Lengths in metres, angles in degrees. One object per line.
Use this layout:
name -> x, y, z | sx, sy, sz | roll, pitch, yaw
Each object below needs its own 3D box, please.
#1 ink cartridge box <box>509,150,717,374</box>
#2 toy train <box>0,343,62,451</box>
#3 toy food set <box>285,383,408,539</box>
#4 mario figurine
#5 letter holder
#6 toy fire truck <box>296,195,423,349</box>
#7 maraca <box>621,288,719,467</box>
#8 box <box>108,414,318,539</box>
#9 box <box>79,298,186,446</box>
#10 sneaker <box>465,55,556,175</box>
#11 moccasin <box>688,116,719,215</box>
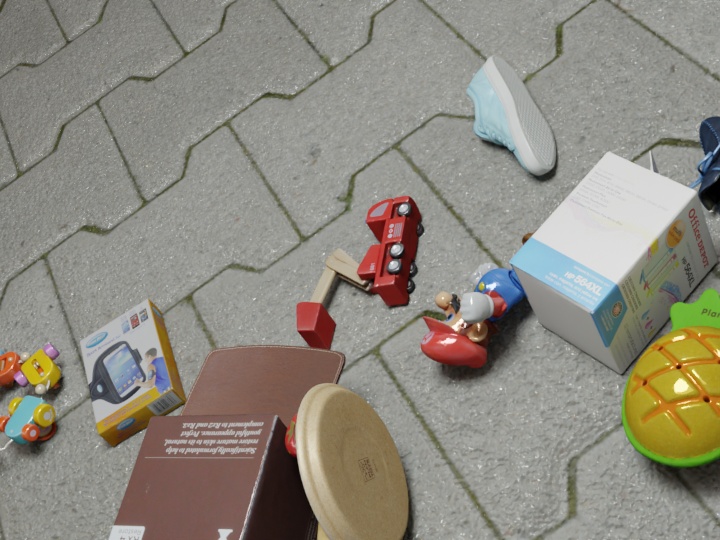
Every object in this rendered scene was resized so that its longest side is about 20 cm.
ink cartridge box -> 0.285, -0.019, 1.189 | 0.200, 0.129, 0.125 | -47, 46, -10
toy train -> -0.478, 0.183, 1.526 | 0.149, 0.056, 0.201 | -26, 43, 11
toy food set -> -0.011, 0.214, 1.128 | 0.048, 0.202, 0.198 | -25, 7, 25
mario figurine -> 0.140, 0.022, 1.251 | 0.200, 0.124, 0.106 | -43, 55, -11
letter holder -> -0.100, 0.172, 1.282 | 0.198, 0.101, 0.143 | -1, 52, 29
toy fire truck -> 0.000, 0.000, 1.395 | 0.139, 0.049, 0.202 | -8, 51, 25
maraca -> 0.335, 0.104, 1.076 | 0.136, 0.107, 0.201 | 13, 62, 37
box -> -0.130, 0.272, 1.147 | 0.164, 0.201, 0.166 | -4, 52, 26
box -> -0.314, 0.127, 1.483 | 0.118, 0.042, 0.201 | -31, 48, 4
sneaker -> 0.193, -0.187, 1.434 | 0.082, 0.073, 0.202 | -46, 43, 33
moccasin -> 0.408, -0.096, 1.211 | 0.067, 0.081, 0.202 | -13, 47, 5
